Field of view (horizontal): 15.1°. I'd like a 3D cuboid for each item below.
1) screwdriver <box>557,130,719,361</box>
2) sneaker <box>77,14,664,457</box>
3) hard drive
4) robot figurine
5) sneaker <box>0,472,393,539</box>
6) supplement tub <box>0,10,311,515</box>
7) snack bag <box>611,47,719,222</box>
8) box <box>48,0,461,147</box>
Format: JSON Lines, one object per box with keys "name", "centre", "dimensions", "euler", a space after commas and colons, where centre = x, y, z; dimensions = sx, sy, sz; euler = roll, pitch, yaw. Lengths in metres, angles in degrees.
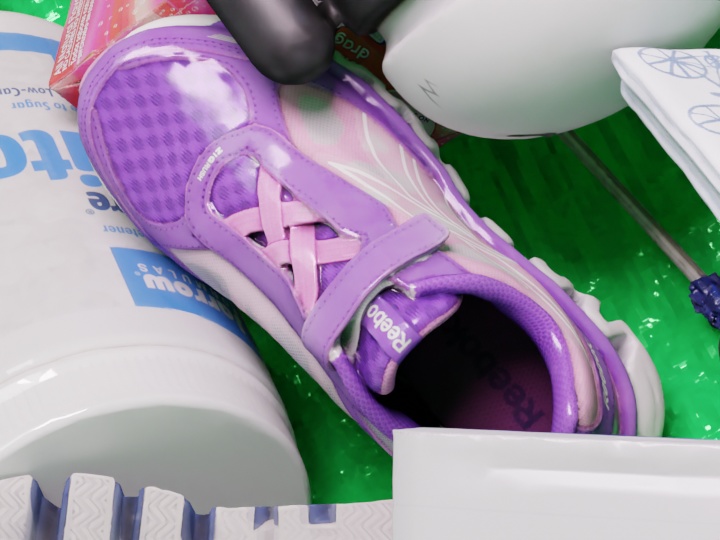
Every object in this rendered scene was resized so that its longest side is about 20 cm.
{"name": "screwdriver", "centre": [0.093, -0.003, 0.825], "dimensions": [0.029, 0.028, 0.200], "euler": [-22, 44, -22]}
{"name": "sneaker", "centre": [0.000, 0.000, 0.771], "dimensions": [0.200, 0.088, 0.080], "euler": [40, 102, 4]}
{"name": "hard drive", "centre": [0.068, 0.141, 0.662], "dimensions": [0.132, 0.025, 0.200], "euler": [1, 90, 29]}
{"name": "robot figurine", "centre": [0.027, -0.134, 0.767], "dimensions": [0.150, 0.200, 0.125], "euler": [-33, -1, 35]}
{"name": "sneaker", "centre": [-0.024, 0.127, 0.764], "dimensions": [0.199, 0.115, 0.081], "euler": [9, 32, 0]}
{"name": "supplement tub", "centre": [-0.106, 0.022, 0.863], "dimensions": [0.132, 0.132, 0.200], "euler": [-35, 46, 5]}
{"name": "snack bag", "centre": [0.182, 0.001, 0.685], "dimensions": [0.189, 0.021, 0.200], "euler": [-1, 38, -23]}
{"name": "box", "centre": [-0.023, -0.117, 0.901], "dimensions": [0.095, 0.100, 0.200], "euler": [-31, 34, 32]}
